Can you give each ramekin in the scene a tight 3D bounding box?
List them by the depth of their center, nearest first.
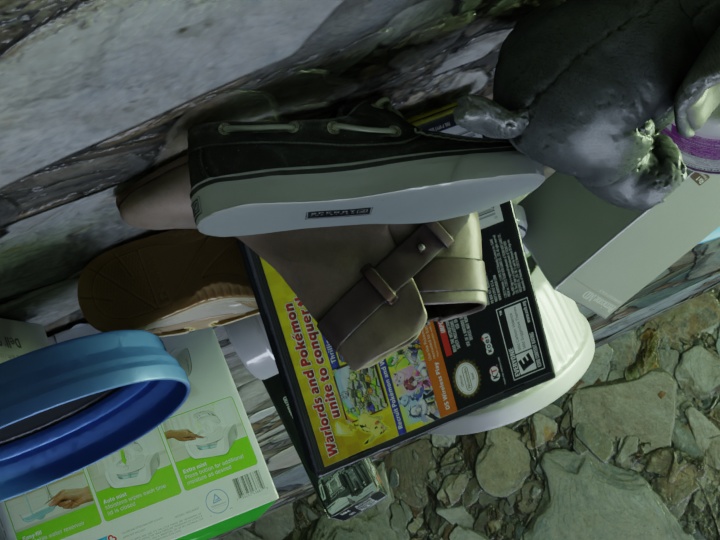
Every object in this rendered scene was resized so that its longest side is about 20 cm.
[{"bbox_3d":[0.111,0.054,1.368,0.198,0.106,0.201,-20,-159,8],"label":"ramekin"}]

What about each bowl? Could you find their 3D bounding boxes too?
[{"bbox_3d":[-0.204,0.096,0.907,0.199,0.040,0.201,-24,166,-7],"label":"bowl"}]

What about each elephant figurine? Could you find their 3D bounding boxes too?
[{"bbox_3d":[0.169,-0.139,0.775,0.200,0.141,0.156,-41,-158,34],"label":"elephant figurine"}]

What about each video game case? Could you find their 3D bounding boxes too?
[{"bbox_3d":[0.023,0.010,0.947,0.179,0.202,0.025,-21,-163,-14],"label":"video game case"}]

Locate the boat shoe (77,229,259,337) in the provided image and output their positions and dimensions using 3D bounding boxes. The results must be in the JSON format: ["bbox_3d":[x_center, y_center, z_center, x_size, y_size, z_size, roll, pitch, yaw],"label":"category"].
[{"bbox_3d":[-0.089,-0.002,0.973,0.198,0.075,0.069,-13,170,-8],"label":"boat shoe"}]

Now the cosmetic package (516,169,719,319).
[{"bbox_3d":[0.224,-0.063,1.131,0.200,0.091,0.106,-44,146,17],"label":"cosmetic package"}]

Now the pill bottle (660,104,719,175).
[{"bbox_3d":[0.236,-0.125,0.952,0.111,0.113,0.200,-25,169,8],"label":"pill bottle"}]

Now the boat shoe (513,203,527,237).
[{"bbox_3d":[0.039,0.008,1.121,0.198,0.066,0.072,-19,159,10],"label":"boat shoe"}]

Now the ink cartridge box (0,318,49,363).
[{"bbox_3d":[-0.277,0.085,0.974,0.198,0.068,0.117,-26,167,14],"label":"ink cartridge box"}]

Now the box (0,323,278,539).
[{"bbox_3d":[-0.189,0.133,1.098,0.198,0.178,0.097,-19,167,-21],"label":"box"}]

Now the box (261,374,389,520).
[{"bbox_3d":[-0.043,0.110,1.232,0.049,0.202,0.158,-27,169,-1],"label":"box"}]

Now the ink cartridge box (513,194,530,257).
[{"bbox_3d":[0.050,-0.025,1.203,0.198,0.048,0.145,6,152,-38],"label":"ink cartridge box"}]

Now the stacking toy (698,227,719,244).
[{"bbox_3d":[0.255,-0.076,1.301,0.109,0.117,0.200,-16,-179,-18],"label":"stacking toy"}]

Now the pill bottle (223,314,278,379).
[{"bbox_3d":[0.000,0.000,1.041,0.198,0.112,0.111,-26,169,10],"label":"pill bottle"}]

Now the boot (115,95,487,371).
[{"bbox_3d":[-0.025,-0.011,0.848,0.198,0.148,0.070,-21,170,-10],"label":"boot"}]

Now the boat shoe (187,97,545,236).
[{"bbox_3d":[0.004,-0.063,0.797,0.197,0.064,0.071,-5,165,-14],"label":"boat shoe"}]
